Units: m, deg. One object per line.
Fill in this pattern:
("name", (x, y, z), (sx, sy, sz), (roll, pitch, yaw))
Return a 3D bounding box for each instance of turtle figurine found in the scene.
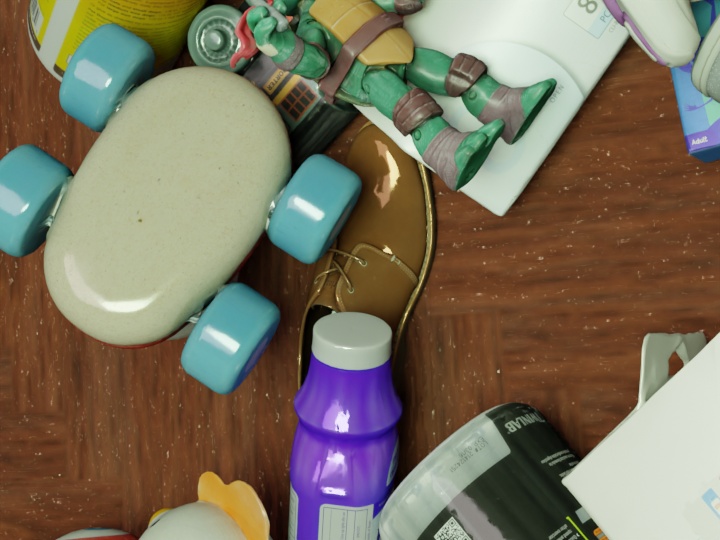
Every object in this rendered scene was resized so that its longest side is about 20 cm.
("turtle figurine", (0.007, -0.137, 0.865), (0.200, 0.101, 0.150), (40, 64, 10))

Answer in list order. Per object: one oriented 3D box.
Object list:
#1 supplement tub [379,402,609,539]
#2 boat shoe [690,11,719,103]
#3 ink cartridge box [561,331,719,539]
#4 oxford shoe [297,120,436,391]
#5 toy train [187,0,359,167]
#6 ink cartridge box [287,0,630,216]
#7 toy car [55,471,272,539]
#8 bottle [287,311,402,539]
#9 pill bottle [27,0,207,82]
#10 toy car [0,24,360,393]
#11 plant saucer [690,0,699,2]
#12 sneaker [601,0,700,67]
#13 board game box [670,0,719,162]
("supplement tub", (0.113, 0.184, 0.861), (0.123, 0.122, 0.200), (-48, 67, 17))
("boat shoe", (0.260, -0.149, 0.780), (0.201, 0.074, 0.065), (-37, 67, 13))
("ink cartridge box", (0.215, 0.124, 0.807), (0.125, 0.128, 0.200), (-46, 67, 18))
("oxford shoe", (0.000, 0.000, 0.962), (0.071, 0.071, 0.202), (7, 89, 30))
("toy train", (-0.024, -0.162, 0.982), (0.114, 0.085, 0.200), (45, 105, 9))
("ink cartridge box", (0.050, -0.155, 0.910), (0.199, 0.047, 0.161), (34, 104, -4))
("toy car", (-0.116, 0.193, 0.926), (0.177, 0.184, 0.201), (49, 116, 32))
("bottle", (-0.010, 0.124, 0.918), (0.065, 0.084, 0.202), (6, 114, 6))
("pill bottle", (-0.146, -0.200, 0.979), (0.200, 0.108, 0.110), (-45, 62, 60))
("toy car", (-0.116, -0.025, 0.968), (0.184, 0.200, 0.178), (32, 80, 4))
("plant saucer", (0.174, -0.241, 0.841), (0.198, 0.034, 0.202), (-2, 84, 20))
("sneaker", (0.154, -0.207, 0.787), (0.099, 0.075, 0.202), (-16, 78, 19))
("board game box", (0.241, -0.178, 0.856), (0.151, 0.045, 0.202), (-15, 79, 26))
